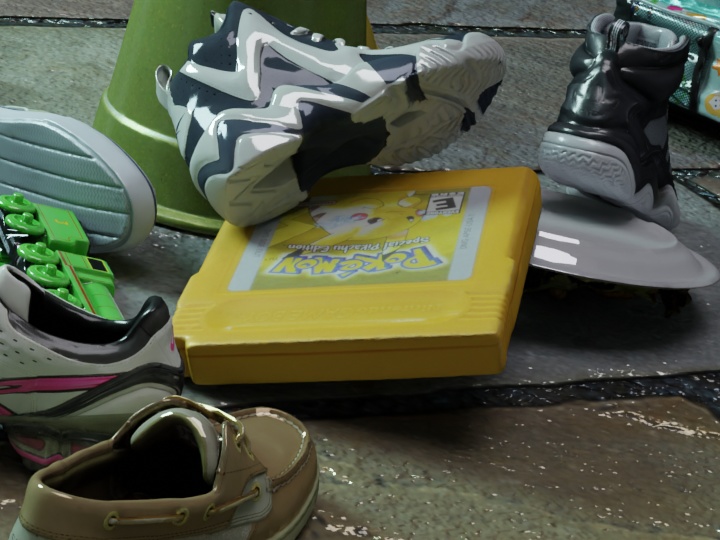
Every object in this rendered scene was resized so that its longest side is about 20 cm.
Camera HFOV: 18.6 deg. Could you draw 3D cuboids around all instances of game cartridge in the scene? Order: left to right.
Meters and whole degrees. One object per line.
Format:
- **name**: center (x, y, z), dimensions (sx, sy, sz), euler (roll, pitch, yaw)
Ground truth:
- **game cartridge**: center (0.000, 0.000, 1.158), dimensions (0.175, 0.033, 0.200), euler (-3, 23, 11)

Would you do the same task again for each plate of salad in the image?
- **plate of salad**: center (0.113, -0.012, 1.302), dimensions (0.198, 0.048, 0.200), euler (13, 12, -3)

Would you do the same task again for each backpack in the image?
- **backpack**: center (0.308, -0.167, 1.668), dimensions (0.199, 0.152, 0.177), euler (32, 28, 36)

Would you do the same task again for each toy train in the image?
- **toy train**: center (-0.153, 0.012, 1.133), dimensions (0.056, 0.042, 0.200), euler (13, 18, -24)

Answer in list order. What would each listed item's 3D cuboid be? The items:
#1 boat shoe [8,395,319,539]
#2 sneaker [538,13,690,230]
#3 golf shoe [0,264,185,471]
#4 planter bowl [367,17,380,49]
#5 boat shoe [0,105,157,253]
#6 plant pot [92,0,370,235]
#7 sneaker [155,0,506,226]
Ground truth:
- **boat shoe**: center (-0.074, 0.090, 0.923), dimensions (0.074, 0.067, 0.200), euler (19, 22, 22)
- **sneaker**: center (0.173, -0.094, 1.382), dimensions (0.075, 0.115, 0.200), euler (17, -2, 20)
- **golf shoe**: center (-0.177, 0.034, 0.990), dimensions (0.198, 0.093, 0.073), euler (9, 22, 0)
- **planter bowl**: center (-0.057, -0.171, 1.584), dimensions (0.199, 0.084, 0.201), euler (9, 21, -3)
- **boat shoe**: center (-0.177, -0.065, 1.272), dimensions (0.062, 0.073, 0.199), euler (-15, 29, -43)
- **plant pot**: center (-0.069, -0.143, 1.358), dimensions (0.198, 0.191, 0.200), euler (9, 20, -3)
- **sneaker**: center (-0.026, -0.114, 1.238), dimensions (0.198, 0.080, 0.130), euler (-28, 59, -18)
